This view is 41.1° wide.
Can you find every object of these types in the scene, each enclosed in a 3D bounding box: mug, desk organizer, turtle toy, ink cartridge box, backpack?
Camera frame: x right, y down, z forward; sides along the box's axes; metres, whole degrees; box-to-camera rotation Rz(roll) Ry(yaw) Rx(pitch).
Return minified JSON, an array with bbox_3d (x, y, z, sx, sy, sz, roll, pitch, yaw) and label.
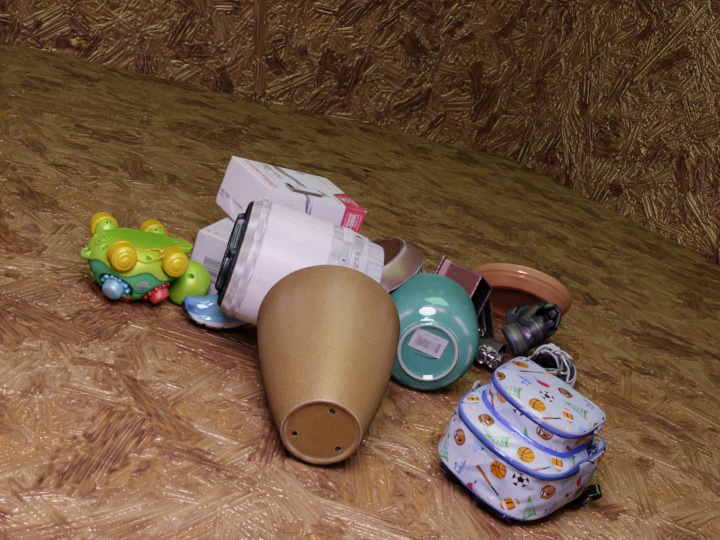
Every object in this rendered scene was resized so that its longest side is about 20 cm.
[{"bbox_3d":[0.081,0.100,1.388,0.183,0.154,0.115,-21,18,9],"label":"mug"},{"bbox_3d":[0.185,0.054,1.617,0.076,0.072,0.200,25,-8,29],"label":"desk organizer"},{"bbox_3d":[-0.302,-0.005,1.366,0.197,0.102,0.146,8,19,-32],"label":"turtle toy"},{"bbox_3d":[-0.113,-0.106,1.563,0.198,0.084,0.147,10,21,-39],"label":"ink cartridge box"},{"bbox_3d":[0.193,0.207,1.156,0.199,0.156,0.189,30,30,27],"label":"backpack"}]

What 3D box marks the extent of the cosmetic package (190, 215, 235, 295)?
[{"bbox_3d":[-0.199,-0.022,1.525,0.084,0.109,0.200,21,18,9],"label":"cosmetic package"}]

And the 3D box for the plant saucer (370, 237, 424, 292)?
[{"bbox_3d":[0.000,0.000,1.465,0.197,0.035,0.201,-20,19,7],"label":"plant saucer"}]

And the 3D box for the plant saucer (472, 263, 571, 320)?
[{"bbox_3d":[0.292,0.051,1.788,0.197,0.038,0.201,17,-23,7],"label":"plant saucer"}]

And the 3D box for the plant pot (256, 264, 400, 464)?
[{"bbox_3d":[-0.040,0.125,1.139,0.184,0.188,0.201,15,30,-9],"label":"plant pot"}]

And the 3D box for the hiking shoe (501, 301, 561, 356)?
[{"bbox_3d":[0.307,0.095,1.671,0.100,0.077,0.200,-24,5,16],"label":"hiking shoe"}]

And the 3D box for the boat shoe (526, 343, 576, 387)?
[{"bbox_3d":[0.308,0.156,1.566,0.073,0.069,0.198,29,19,32],"label":"boat shoe"}]

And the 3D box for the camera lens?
[{"bbox_3d":[-0.085,0.005,1.278,0.197,0.162,0.160,19,16,-10],"label":"camera lens"}]

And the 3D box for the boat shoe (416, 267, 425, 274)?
[{"bbox_3d":[0.102,0.027,1.747,0.198,0.072,0.072,25,10,11],"label":"boat shoe"}]

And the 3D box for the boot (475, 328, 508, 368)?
[{"bbox_3d":[0.149,0.110,1.545,0.172,0.070,0.199,24,15,20],"label":"boot"}]

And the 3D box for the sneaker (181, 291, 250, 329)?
[{"bbox_3d":[-0.163,0.025,1.380,0.197,0.092,0.078,-12,16,-23],"label":"sneaker"}]
